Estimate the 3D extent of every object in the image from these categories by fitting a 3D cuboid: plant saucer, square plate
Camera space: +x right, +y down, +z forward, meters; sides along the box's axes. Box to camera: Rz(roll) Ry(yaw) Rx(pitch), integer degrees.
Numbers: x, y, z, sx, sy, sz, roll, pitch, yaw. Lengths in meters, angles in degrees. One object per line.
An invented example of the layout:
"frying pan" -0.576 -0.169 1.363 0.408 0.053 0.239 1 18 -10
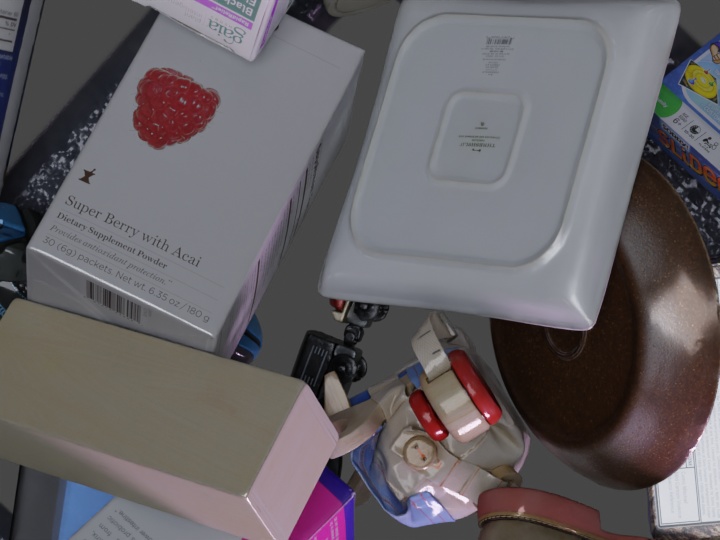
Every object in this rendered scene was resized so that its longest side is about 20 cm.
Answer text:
"plant saucer" 0.129 0.029 1.487 0.036 0.200 0.202 -8 93 -32
"square plate" 0.072 -0.072 1.487 0.199 0.028 0.199 7 75 38

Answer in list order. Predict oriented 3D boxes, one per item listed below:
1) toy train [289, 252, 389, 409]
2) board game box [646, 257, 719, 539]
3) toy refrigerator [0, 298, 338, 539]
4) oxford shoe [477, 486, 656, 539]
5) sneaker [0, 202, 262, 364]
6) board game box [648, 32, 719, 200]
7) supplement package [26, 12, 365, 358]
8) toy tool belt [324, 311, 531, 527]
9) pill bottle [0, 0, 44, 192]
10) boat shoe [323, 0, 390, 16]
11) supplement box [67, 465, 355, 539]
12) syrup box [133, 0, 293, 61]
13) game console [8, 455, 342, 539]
"toy train" 0.000 0.000 1.571 0.046 0.034 0.201 21 95 14
"board game box" 0.261 0.068 1.517 0.199 0.097 0.160 -5 93 5
"toy refrigerator" -0.119 0.085 1.445 0.199 0.070 0.076 14 63 28
"oxford shoe" 0.145 0.187 1.467 0.199 0.070 0.075 21 64 -22
"sneaker" -0.157 0.025 1.578 0.199 0.073 0.082 20 120 3
"board game box" 0.274 -0.069 1.479 0.135 0.035 0.200 -38 62 -15
"supplement package" -0.096 -0.048 1.495 0.121 0.120 0.201 25 67 4
"toy tool belt" 0.028 0.103 1.491 0.123 0.200 0.125 -33 81 4
"pill bottle" -0.248 -0.148 1.545 0.110 0.111 0.201 14 94 4
"boat shoe" 0.046 -0.231 1.543 0.200 0.073 0.063 -40 74 2
"supplement box" -0.106 0.182 1.484 0.101 0.104 0.200 41 68 20
"syrup box" -0.049 -0.219 1.482 0.078 0.200 0.082 27 137 3
"game console" -0.123 0.180 1.553 0.199 0.176 0.117 8 122 5
